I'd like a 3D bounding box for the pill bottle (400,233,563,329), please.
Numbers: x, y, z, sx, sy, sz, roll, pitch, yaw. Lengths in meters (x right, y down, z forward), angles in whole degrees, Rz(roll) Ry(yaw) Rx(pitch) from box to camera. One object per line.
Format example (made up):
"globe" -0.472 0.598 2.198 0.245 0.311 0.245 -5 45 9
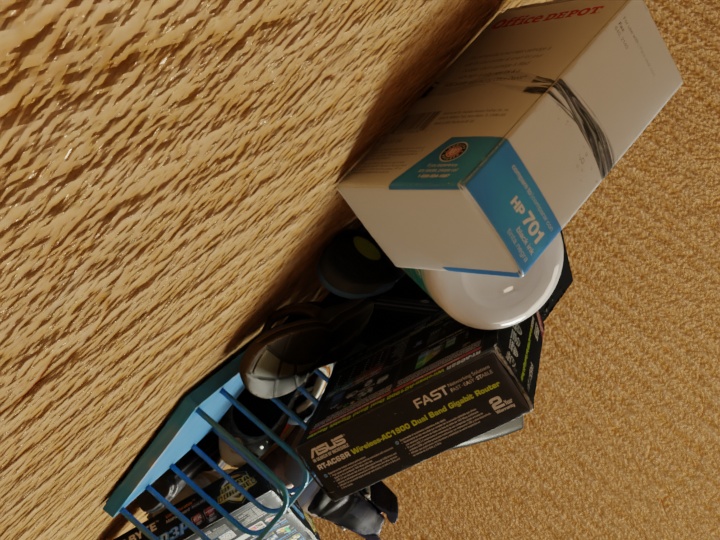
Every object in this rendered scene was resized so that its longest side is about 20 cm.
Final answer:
"pill bottle" 0.079 -0.034 0.965 0.111 0.111 0.200 -50 -155 4

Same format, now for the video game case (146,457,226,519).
"video game case" -0.182 0.235 1.471 0.200 0.025 0.181 -50 176 -6

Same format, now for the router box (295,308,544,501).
"router box" 0.055 0.097 0.985 0.200 0.062 0.150 -29 -166 23

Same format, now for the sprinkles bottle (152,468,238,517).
"sprinkles bottle" -0.171 0.259 1.318 0.068 0.068 0.200 -50 167 1

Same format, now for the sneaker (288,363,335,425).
"sneaker" -0.074 0.120 1.262 0.079 0.078 0.200 -50 169 -39

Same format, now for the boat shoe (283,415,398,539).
"boat shoe" -0.019 0.217 1.199 0.075 0.093 0.200 -54 -166 8

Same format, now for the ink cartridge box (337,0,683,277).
"ink cartridge box" 0.103 -0.096 0.808 0.200 0.086 0.146 -46 -154 -22

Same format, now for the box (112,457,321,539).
"box" -0.155 0.290 1.208 0.199 0.046 0.159 -30 141 0

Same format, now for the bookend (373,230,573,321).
"bookend" 0.090 -0.054 1.167 0.092 0.198 0.201 -46 130 -40

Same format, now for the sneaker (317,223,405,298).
"sneaker" 0.000 0.000 1.066 0.078 0.066 0.200 -48 177 23

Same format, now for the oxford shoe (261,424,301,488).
"oxford shoe" -0.084 0.237 1.332 0.200 0.072 0.071 -58 158 -33

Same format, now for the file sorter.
"file sorter" -0.103 0.163 1.036 0.139 0.123 0.200 -51 176 23

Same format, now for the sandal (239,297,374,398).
"sandal" -0.053 0.054 1.024 0.200 0.055 0.082 -27 149 -58

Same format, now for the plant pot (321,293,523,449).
"plant pot" 0.052 0.099 1.335 0.177 0.199 0.201 -22 119 -33

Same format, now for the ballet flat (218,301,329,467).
"ballet flat" -0.089 0.113 1.147 0.200 0.066 0.057 -59 173 17

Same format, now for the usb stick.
"usb stick" -0.171 0.193 1.197 0.055 0.033 0.200 -44 178 19
